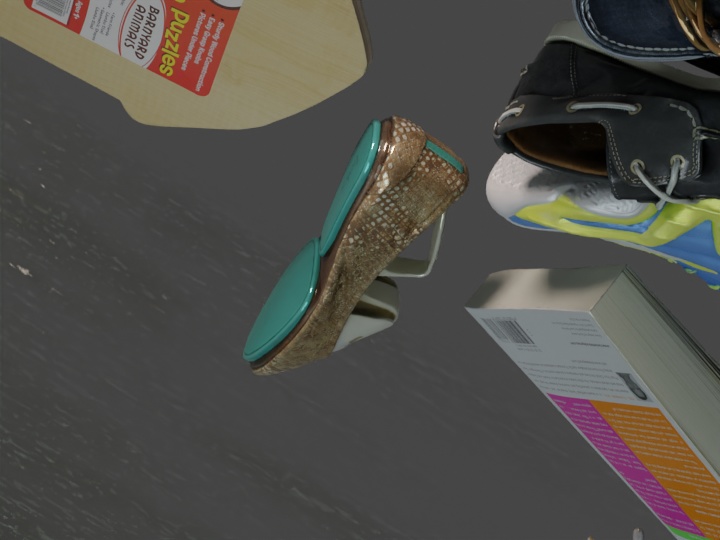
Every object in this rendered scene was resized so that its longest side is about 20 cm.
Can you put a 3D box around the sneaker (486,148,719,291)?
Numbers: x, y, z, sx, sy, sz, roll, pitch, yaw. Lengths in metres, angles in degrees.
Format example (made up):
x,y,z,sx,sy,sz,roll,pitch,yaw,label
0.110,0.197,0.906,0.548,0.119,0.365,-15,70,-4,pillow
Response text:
x,y,z,sx,sy,sz,roll,pitch,yaw,label
0.162,-0.017,1.206,0.199,0.076,0.105,0,129,24,sneaker

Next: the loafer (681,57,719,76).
x,y,z,sx,sy,sz,roll,pitch,yaw,label
0.147,-0.121,1.125,0.199,0.072,0.073,30,133,-2,loafer

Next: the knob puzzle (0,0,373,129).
x,y,z,sx,sy,sz,roll,pitch,yaw,label
-0.082,-0.151,1.237,0.218,0.031,0.220,13,132,15,knob puzzle

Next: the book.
x,y,z,sx,sy,sz,roll,pitch,yaw,label
0.153,0.080,1.285,0.200,0.048,0.133,47,161,-18,book

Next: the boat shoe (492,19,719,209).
x,y,z,sx,sy,sz,roll,pitch,yaw,label
0.144,-0.051,1.120,0.200,0.068,0.072,26,157,42,boat shoe

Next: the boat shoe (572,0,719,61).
x,y,z,sx,sy,sz,roll,pitch,yaw,label
0.147,-0.115,0.993,0.200,0.091,0.071,-14,110,45,boat shoe

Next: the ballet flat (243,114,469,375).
x,y,z,sx,sy,sz,roll,pitch,yaw,label
0.000,0.000,1.307,0.065,0.071,0.200,20,139,-12,ballet flat

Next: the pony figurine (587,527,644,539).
x,y,z,sx,sy,sz,roll,pitch,yaw,label
0.169,0.268,1.417,0.200,0.167,0.193,34,102,-1,pony figurine
